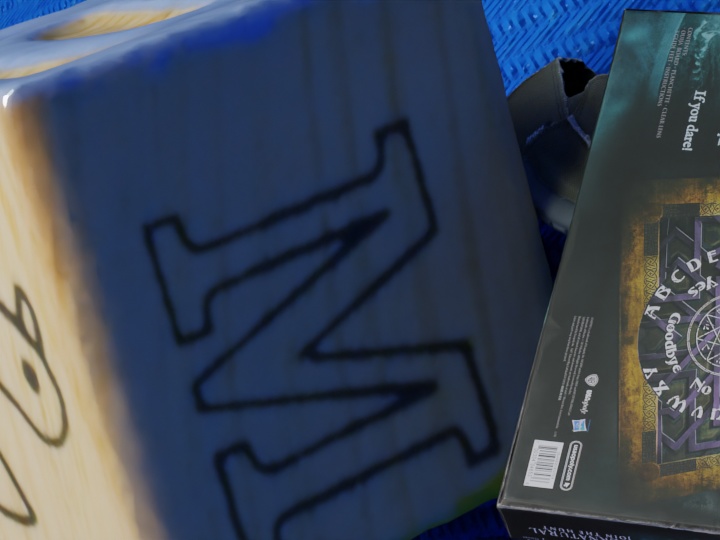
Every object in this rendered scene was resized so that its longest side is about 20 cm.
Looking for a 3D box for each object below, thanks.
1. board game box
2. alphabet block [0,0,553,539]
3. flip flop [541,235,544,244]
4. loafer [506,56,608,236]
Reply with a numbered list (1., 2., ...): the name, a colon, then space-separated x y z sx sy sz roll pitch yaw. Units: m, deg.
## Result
1. board game box: 0.133 0.003 0.846 0.134 0.028 0.201 5 60 21
2. alphabet block: -0.058 -0.001 0.954 0.195 0.201 0.195 -22 14 -27
3. flip flop: 0.000 0.000 1.110 0.199 0.057 0.082 -7 55 56
4. loafer: 0.098 -0.042 0.973 0.070 0.075 0.200 -60 27 4
